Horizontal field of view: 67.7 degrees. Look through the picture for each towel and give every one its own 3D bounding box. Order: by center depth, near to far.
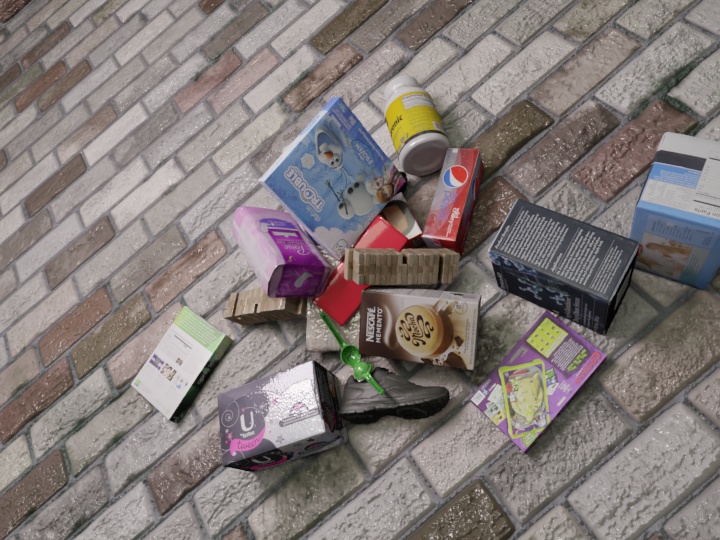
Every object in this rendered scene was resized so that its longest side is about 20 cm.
[{"bbox_3d":[-0.035,0.055,1.010,0.130,0.034,0.204,1,87,11],"label":"towel"}]

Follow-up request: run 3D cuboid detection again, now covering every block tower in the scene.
[{"bbox_3d":[0.073,-0.008,0.941,0.196,0.058,0.055,-1,102,-17],"label":"block tower"},{"bbox_3d":[-0.190,0.068,1.065,0.198,0.058,0.055,-10,63,38],"label":"block tower"}]

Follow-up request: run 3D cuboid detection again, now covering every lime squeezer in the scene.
[{"bbox_3d":[-0.006,0.155,0.940,0.037,0.071,0.200,-23,49,-22],"label":"lime squeezer"}]

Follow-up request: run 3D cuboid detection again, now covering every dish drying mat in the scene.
[{"bbox_3d":[0.000,0.000,0.982,0.076,0.018,0.201,38,90,4],"label":"dish drying mat"}]

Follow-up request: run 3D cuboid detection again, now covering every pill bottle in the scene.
[{"bbox_3d":[0.112,-0.309,1.125,0.110,0.111,0.203,-21,59,12],"label":"pill bottle"}]

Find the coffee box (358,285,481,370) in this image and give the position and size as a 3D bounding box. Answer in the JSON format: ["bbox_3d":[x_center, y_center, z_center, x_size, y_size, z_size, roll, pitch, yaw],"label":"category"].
[{"bbox_3d":[0.101,0.092,0.916,0.196,0.080,0.115,5,99,16],"label":"coffee box"}]

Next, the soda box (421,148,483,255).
[{"bbox_3d":[0.183,-0.135,1.040,0.069,0.063,0.203,9,70,26],"label":"soda box"}]

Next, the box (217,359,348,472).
[{"bbox_3d":[-0.140,0.264,0.953,0.197,0.115,0.134,-21,59,12],"label":"box"}]

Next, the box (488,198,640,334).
[{"bbox_3d":[0.325,-0.006,0.870,0.198,0.149,0.108,27,77,31],"label":"box"}]

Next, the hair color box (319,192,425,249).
[{"bbox_3d":[0.020,-0.058,1.065,0.198,0.061,0.103,-29,67,7],"label":"hair color box"}]

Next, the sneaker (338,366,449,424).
[{"bbox_3d":[0.055,0.209,0.928,0.196,0.076,0.092,-8,55,15],"label":"sneaker"}]

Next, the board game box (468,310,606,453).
[{"bbox_3d":[0.285,0.177,0.870,0.200,0.032,0.120,-47,54,-3],"label":"board game box"}]

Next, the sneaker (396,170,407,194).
[{"bbox_3d":[0.001,-0.170,1.080,0.087,0.198,0.077,27,117,35],"label":"sneaker"}]

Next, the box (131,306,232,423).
[{"bbox_3d":[-0.377,0.194,1.133,0.143,0.036,0.202,27,80,30],"label":"box"}]

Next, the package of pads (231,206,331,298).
[{"bbox_3d":[-0.150,-0.038,0.983,0.201,0.119,0.077,52,129,40],"label":"package of pads"}]

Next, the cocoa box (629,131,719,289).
[{"bbox_3d":[0.491,-0.083,0.808,0.132,0.200,0.133,21,75,28],"label":"cocoa box"}]

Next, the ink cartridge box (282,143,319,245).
[{"bbox_3d":[-0.091,-0.170,1.081,0.084,0.145,0.201,-25,32,15],"label":"ink cartridge box"}]

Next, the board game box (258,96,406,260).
[{"bbox_3d":[-0.044,-0.160,0.955,0.200,0.200,0.043,-49,27,-8],"label":"board game box"}]
